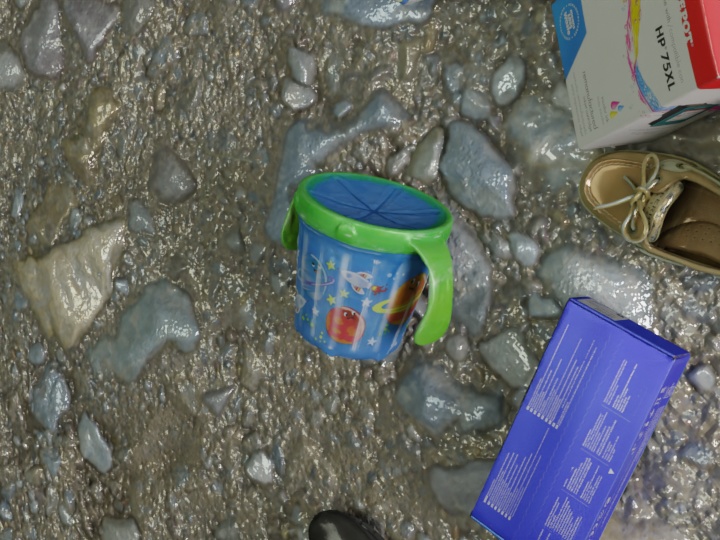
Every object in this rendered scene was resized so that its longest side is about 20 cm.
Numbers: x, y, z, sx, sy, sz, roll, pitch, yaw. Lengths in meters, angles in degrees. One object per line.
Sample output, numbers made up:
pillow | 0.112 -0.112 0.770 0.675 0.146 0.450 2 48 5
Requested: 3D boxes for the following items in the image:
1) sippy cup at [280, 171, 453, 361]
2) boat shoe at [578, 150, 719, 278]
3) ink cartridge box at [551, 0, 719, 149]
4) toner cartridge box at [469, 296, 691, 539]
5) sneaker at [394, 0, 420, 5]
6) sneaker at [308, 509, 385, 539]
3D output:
sippy cup | 0.000 0.000 0.842 0.137 0.178 0.132 10 113 -9
boat shoe | 0.241 -0.037 0.701 0.198 0.062 0.074 26 105 33
ink cartridge box | 0.215 -0.166 0.657 0.200 0.066 0.118 153 109 -68
toner cartridge box | 0.168 0.131 0.767 0.094 0.043 0.202 32 108 32
sneaker | 0.109 -0.252 0.786 0.199 0.075 0.106 -31 74 31
sneaker | -0.002 0.309 0.862 0.076 0.090 0.202 -38 68 31
